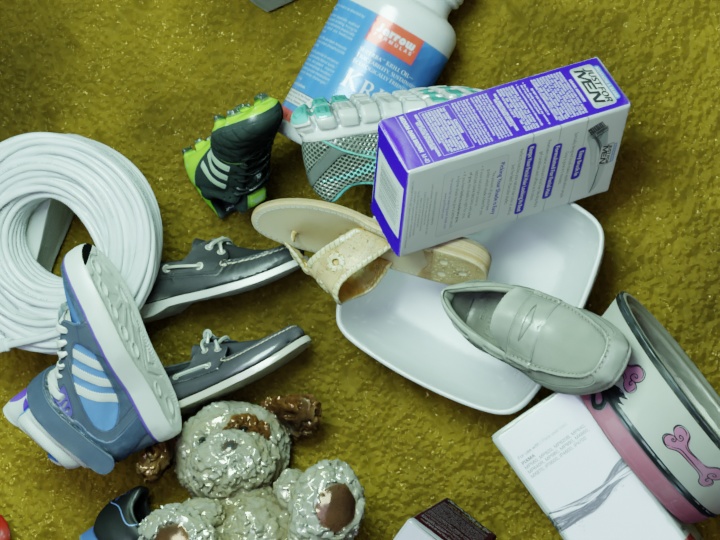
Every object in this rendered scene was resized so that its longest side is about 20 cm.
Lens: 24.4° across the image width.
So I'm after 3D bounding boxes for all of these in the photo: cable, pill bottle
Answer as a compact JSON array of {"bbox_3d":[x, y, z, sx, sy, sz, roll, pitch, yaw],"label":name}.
[{"bbox_3d":[-0.272,-0.024,1.490,0.200,0.069,0.200,1,98,13],"label":"cable"},{"bbox_3d":[0.015,-0.187,1.473,0.112,0.112,0.200,29,94,15],"label":"pill bottle"}]

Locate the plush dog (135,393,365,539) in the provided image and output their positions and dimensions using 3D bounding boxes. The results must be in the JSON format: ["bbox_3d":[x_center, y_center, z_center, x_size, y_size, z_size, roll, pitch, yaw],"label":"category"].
[{"bbox_3d":[-0.102,0.194,1.477,0.200,0.161,0.172,-15,63,-4],"label":"plush dog"}]

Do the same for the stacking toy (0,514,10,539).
[{"bbox_3d":[-0.397,0.189,1.572,0.085,0.085,0.200,-32,84,10],"label":"stacking toy"}]

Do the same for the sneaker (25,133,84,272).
[{"bbox_3d":[-0.339,-0.049,1.574,0.115,0.074,0.200,22,92,12],"label":"sneaker"}]

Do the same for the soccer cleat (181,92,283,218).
[{"bbox_3d":[-0.102,-0.099,1.469,0.067,0.200,0.081,-30,90,-22],"label":"soccer cleat"}]

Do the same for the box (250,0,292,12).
[{"bbox_3d":[-0.071,-0.366,1.466,0.171,0.200,0.199,-24,81,9],"label":"box"}]

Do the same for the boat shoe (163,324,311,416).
[{"bbox_3d":[-0.141,0.086,1.513,0.200,0.073,0.063,-26,83,16],"label":"boat shoe"}]

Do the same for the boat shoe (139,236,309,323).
[{"bbox_3d":[-0.144,0.000,1.523,0.200,0.074,0.060,-17,86,21],"label":"boat shoe"}]

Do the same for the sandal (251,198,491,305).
[{"bbox_3d":[0.000,-0.003,1.396,0.211,0.078,0.070,11,60,11],"label":"sandal"}]

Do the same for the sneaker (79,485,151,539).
[{"bbox_3d":[-0.165,0.284,1.503,0.200,0.070,0.078,45,98,10],"label":"sneaker"}]

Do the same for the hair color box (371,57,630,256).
[{"bbox_3d":[0.112,-0.093,1.356,0.200,0.109,0.065,-16,55,-16],"label":"hair color box"}]

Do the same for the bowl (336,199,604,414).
[{"bbox_3d":[0.100,0.010,1.455,0.200,0.075,0.200,27,92,15],"label":"bowl"}]

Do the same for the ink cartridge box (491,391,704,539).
[{"bbox_3d":[0.207,0.193,1.375,0.084,0.144,0.200,-38,78,8],"label":"ink cartridge box"}]

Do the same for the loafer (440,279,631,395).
[{"bbox_3d":[0.133,0.049,1.317,0.200,0.070,0.070,14,77,57],"label":"loafer"}]

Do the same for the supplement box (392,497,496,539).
[{"bbox_3d":[0.049,0.255,1.382,0.061,0.200,0.109,36,95,10],"label":"supplement box"}]

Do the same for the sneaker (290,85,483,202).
[{"bbox_3d":[0.041,-0.105,1.408,0.200,0.078,0.091,-6,110,-8],"label":"sneaker"}]

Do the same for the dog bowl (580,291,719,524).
[{"bbox_3d":[0.245,0.117,1.345,0.074,0.200,0.200,-38,77,13],"label":"dog bowl"}]

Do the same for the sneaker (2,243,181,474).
[{"bbox_3d":[-0.255,0.085,1.433,0.146,0.081,0.200,-18,116,11],"label":"sneaker"}]
